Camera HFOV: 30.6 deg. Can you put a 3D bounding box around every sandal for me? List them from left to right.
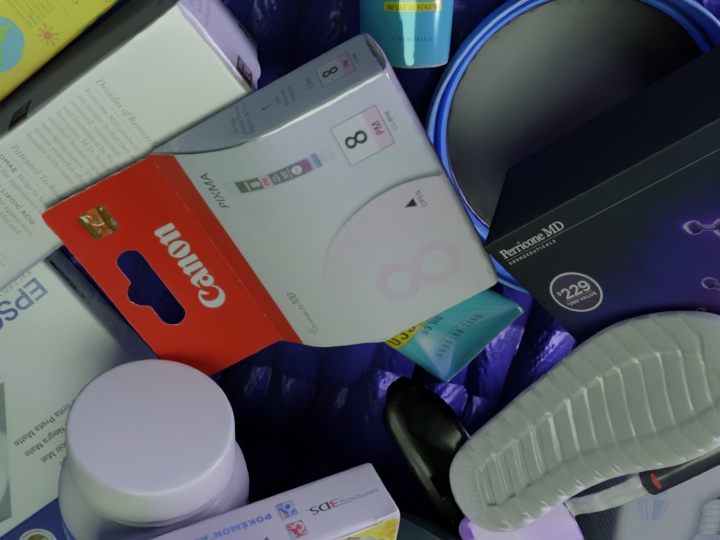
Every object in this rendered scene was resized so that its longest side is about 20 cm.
[{"bbox_3d":[0.136,0.080,0.741,0.202,0.050,0.083,-30,82,27],"label":"sandal"}]

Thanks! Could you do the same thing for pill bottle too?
[{"bbox_3d":[-0.125,0.153,0.804,0.113,0.114,0.201,1,136,-4],"label":"pill bottle"}]

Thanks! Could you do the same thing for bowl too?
[{"bbox_3d":[0.135,-0.079,0.787,0.199,0.039,0.202,-2,115,-3],"label":"bowl"}]

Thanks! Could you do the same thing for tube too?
[{"bbox_3d":[0.000,0.000,0.807,0.199,0.051,0.077,31,128,-22],"label":"tube"},{"bbox_3d":[0.027,-0.214,0.718,0.077,0.050,0.201,-4,110,-14],"label":"tube"}]

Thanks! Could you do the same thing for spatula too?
[{"bbox_3d":[0.152,0.128,0.762,0.199,0.021,0.057,-30,96,24],"label":"spatula"}]

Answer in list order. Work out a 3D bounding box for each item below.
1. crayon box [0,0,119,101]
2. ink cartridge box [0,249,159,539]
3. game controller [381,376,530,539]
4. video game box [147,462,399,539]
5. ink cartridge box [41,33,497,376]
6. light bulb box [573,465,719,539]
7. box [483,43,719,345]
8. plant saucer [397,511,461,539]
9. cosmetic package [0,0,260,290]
[{"bbox_3d":[-0.198,-0.177,0.714,0.200,0.051,0.127,-36,112,12],"label":"crayon box"},{"bbox_3d":[-0.217,0.106,0.850,0.199,0.041,0.200,-35,113,12],"label":"ink cartridge box"},{"bbox_3d":[0.080,0.158,0.848,0.042,0.104,0.201,-36,107,-20],"label":"game controller"},{"bbox_3d":[-0.074,0.211,0.773,0.181,0.047,0.201,-14,140,-20],"label":"video game box"},{"bbox_3d":[-0.044,-0.013,0.718,0.199,0.057,0.163,-30,130,3],"label":"ink cartridge box"},{"bbox_3d":[0.240,0.174,0.864,0.197,0.125,0.201,1,113,-4],"label":"light bulb box"},{"bbox_3d":[0.189,-0.030,0.707,0.141,0.079,0.200,44,132,-18],"label":"box"},{"bbox_3d":[0.053,0.241,0.876,0.027,0.199,0.201,-32,122,-37],"label":"plant saucer"},{"bbox_3d":[-0.155,-0.079,0.735,0.200,0.102,0.074,-36,114,11],"label":"cosmetic package"}]
